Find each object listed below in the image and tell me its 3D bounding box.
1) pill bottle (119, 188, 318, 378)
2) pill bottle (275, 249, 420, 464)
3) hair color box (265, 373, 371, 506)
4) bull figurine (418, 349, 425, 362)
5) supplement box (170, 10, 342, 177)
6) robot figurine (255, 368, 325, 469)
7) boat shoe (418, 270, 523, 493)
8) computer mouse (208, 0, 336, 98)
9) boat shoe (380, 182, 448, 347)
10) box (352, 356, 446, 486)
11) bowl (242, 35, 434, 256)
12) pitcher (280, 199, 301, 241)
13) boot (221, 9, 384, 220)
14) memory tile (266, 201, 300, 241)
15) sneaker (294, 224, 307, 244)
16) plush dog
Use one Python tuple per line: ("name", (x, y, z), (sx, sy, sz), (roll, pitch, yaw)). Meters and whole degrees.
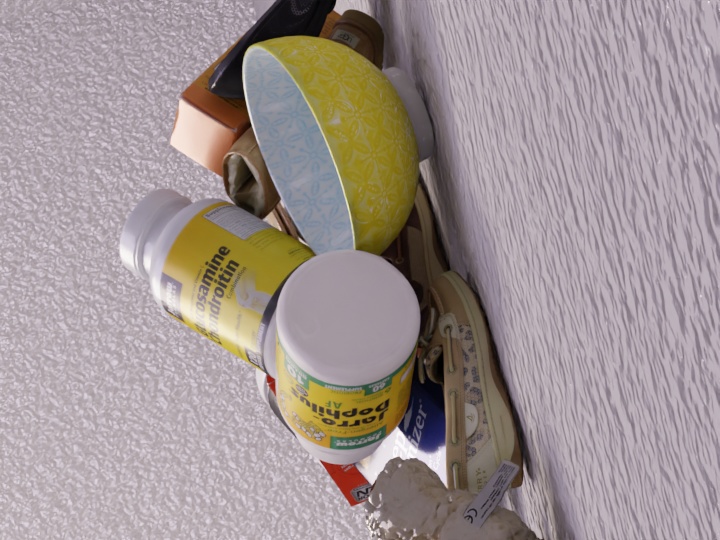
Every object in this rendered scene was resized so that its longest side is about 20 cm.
("pill bottle", (-0.111, 0.006, 1.696), (0.199, 0.112, 0.113), (28, 148, 29))
("pill bottle", (-0.013, 0.078, 1.573), (0.201, 0.112, 0.114), (96, 161, -61))
("hair color box", (-0.026, 0.116, 1.803), (0.102, 0.061, 0.201), (-102, -14, -45))
("bull figurine", (0.035, 0.084, 1.949), (0.200, 0.065, 0.122), (47, -156, -61))
("supplement box", (-0.090, -0.173, 1.789), (0.200, 0.068, 0.067), (-51, -13, -40))
("robot figurine", (-0.024, 0.132, 2.081), (0.124, 0.151, 0.200), (12, -154, -50))
("boat shoe", (0.075, 0.083, 1.518), (0.074, 0.062, 0.201), (80, 176, -47))
("computer mouse", (-0.051, -0.217, 1.702), (0.053, 0.200, 0.138), (41, 174, -3))
("boat shoe", (0.034, -0.010, 1.728), (0.072, 0.071, 0.201), (82, 175, -51))
("box", (0.047, 0.147, 1.659), (0.200, 0.032, 0.122), (45, 129, 50))
("bowl", (-0.005, -0.107, 1.586), (0.201, 0.107, 0.201), (57, 162, 30))
("pitcher", (-0.036, -0.040, 2.071), (0.170, 0.122, 0.201), (21, 147, 27))
("boot", (-0.051, -0.118, 1.781), (0.201, 0.066, 0.176), (-55, -25, -29))
("memory tile", (-0.057, -0.004, 1.910), (0.201, 0.017, 0.153), (62, 176, 20))
("sneaker", (-0.032, -0.093, 1.930), (0.200, 0.077, 0.100), (-65, 1, -58))
("plush dog", (0.097, 0.238, 1.402), (0.172, 0.159, 0.202), (51, -148, -54))
